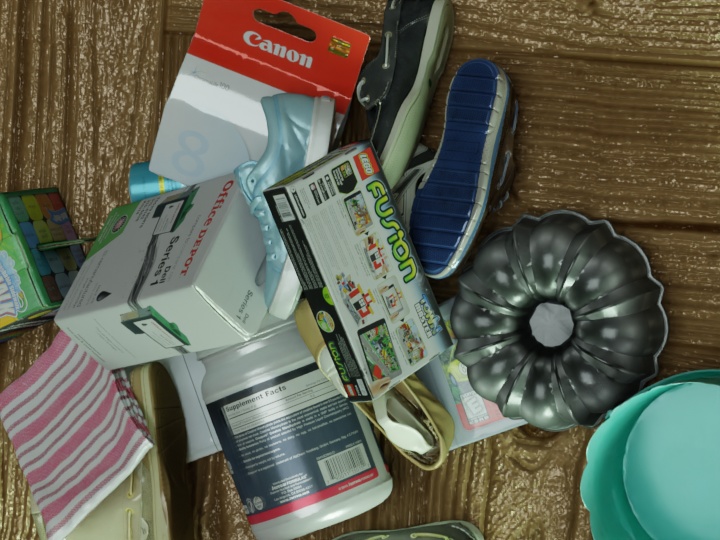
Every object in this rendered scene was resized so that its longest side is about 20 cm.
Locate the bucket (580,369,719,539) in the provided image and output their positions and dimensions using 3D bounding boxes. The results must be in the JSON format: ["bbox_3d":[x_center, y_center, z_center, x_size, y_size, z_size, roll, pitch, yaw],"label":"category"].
[{"bbox_3d":[0.300,0.185,1.627,0.206,0.135,0.208,2,95,18],"label":"bucket"}]

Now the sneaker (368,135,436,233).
[{"bbox_3d":[0.019,-0.032,1.710,0.087,0.076,0.201,21,75,7],"label":"sneaker"}]

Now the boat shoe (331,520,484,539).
[{"bbox_3d":[0.017,0.281,1.769,0.201,0.060,0.072,-16,89,19],"label":"boat shoe"}]

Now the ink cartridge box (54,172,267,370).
[{"bbox_3d":[-0.166,0.000,1.726,0.199,0.147,0.084,-14,132,42],"label":"ink cartridge box"}]

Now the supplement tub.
[{"bbox_3d":[-0.064,0.139,1.744,0.140,0.140,0.201,-22,87,19],"label":"supplement tub"}]

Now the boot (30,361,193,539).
[{"bbox_3d":[-0.246,0.191,1.820,0.155,0.073,0.201,-4,96,20],"label":"boot"}]

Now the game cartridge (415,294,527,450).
[{"bbox_3d":[0.124,0.081,1.732,0.199,0.041,0.134,-22,83,19],"label":"game cartridge"}]

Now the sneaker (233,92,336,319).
[{"bbox_3d":[-0.075,-0.059,1.659,0.081,0.074,0.201,9,81,2],"label":"sneaker"}]

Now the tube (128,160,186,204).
[{"bbox_3d":[-0.121,-0.087,1.800,0.199,0.050,0.078,-6,101,13],"label":"tube"}]

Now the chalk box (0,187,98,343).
[{"bbox_3d":[-0.346,-0.004,1.838,0.199,0.125,0.124,-25,86,17],"label":"chalk box"}]

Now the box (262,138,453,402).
[{"bbox_3d":[0.000,0.000,1.621,0.035,0.110,0.201,-8,108,49],"label":"box"}]

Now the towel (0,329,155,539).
[{"bbox_3d":[-0.278,0.146,1.796,0.146,0.030,0.200,-47,45,15],"label":"towel"}]

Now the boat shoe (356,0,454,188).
[{"bbox_3d":[0.029,-0.159,1.702,0.067,0.072,0.201,12,69,15],"label":"boat shoe"}]

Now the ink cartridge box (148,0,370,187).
[{"bbox_3d":[-0.093,-0.149,1.705,0.159,0.047,0.201,22,127,3],"label":"ink cartridge box"}]

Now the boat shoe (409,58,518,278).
[{"bbox_3d":[0.105,-0.084,1.690,0.072,0.072,0.201,15,86,38],"label":"boat shoe"}]

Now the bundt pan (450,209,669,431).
[{"bbox_3d":[0.167,0.047,1.658,0.201,0.076,0.203,1,93,19],"label":"bundt pan"}]

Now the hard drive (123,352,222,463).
[{"bbox_3d":[-0.228,0.141,1.859,0.199,0.027,0.133,-21,87,19],"label":"hard drive"}]

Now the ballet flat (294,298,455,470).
[{"bbox_3d":[0.016,0.102,1.673,0.069,0.063,0.200,-35,114,27],"label":"ballet flat"}]
